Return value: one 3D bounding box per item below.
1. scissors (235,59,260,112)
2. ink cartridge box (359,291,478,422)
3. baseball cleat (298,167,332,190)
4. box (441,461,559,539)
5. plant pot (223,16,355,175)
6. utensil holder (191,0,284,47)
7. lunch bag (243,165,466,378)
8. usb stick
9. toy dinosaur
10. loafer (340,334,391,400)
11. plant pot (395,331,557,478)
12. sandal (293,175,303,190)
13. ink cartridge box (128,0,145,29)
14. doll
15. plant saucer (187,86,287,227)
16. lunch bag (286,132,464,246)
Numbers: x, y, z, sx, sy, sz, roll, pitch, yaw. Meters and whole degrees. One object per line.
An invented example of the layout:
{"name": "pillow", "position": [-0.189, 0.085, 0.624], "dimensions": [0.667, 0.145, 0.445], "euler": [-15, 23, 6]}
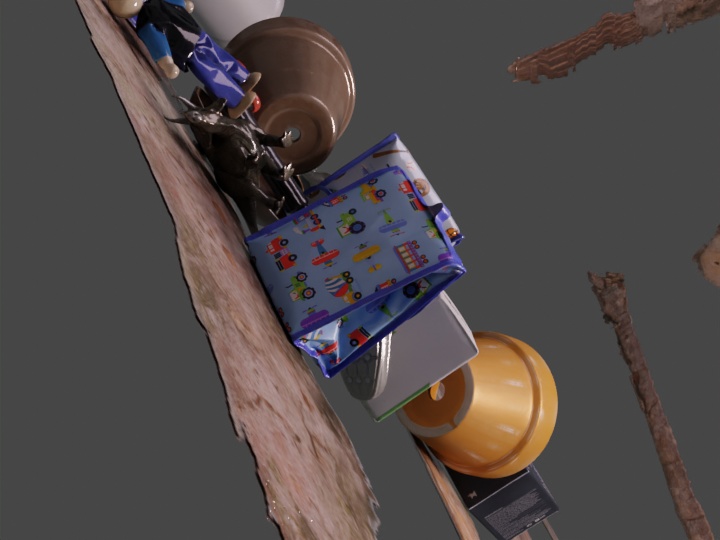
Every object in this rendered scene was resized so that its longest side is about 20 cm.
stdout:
{"name": "scissors", "position": [-0.199, -0.252, 1.661], "dimensions": [0.199, 0.014, 0.074], "euler": [26, -34, 37]}
{"name": "ink cartridge box", "position": [0.058, 0.094, 1.587], "dimensions": [0.085, 0.146, 0.200], "euler": [55, 4, -2]}
{"name": "baseball cleat", "position": [-0.038, -0.070, 1.939], "dimensions": [0.201, 0.106, 0.070], "euler": [54, 16, 21]}
{"name": "box", "position": [0.196, 0.295, 1.961], "dimensions": [0.149, 0.107, 0.200], "euler": [61, 6, 32]}
{"name": "plant pot", "position": [-0.094, -0.212, 1.737], "dimensions": [0.201, 0.199, 0.175], "euler": [55, 8, -28]}
{"name": "utensil holder", "position": [-0.258, -0.539, 2.434], "dimensions": [0.200, 0.169, 0.171], "euler": [50, 8, -51]}
{"name": "lunch bag", "position": [0.003, -0.014, 1.360], "dimensions": [0.094, 0.199, 0.151], "euler": [51, 8, -52]}
{"name": "usb stick", "position": [-0.128, -0.155, 1.620], "dimensions": [0.201, 0.032, 0.055], "euler": [56, -4, -10]}
{"name": "toy dinosaur", "position": [-0.128, -0.118, 1.437], "dimensions": [0.102, 0.077, 0.201], "euler": [22, -30, 29]}
{"name": "loafer", "position": [0.010, 0.041, 1.458], "dimensions": [0.070, 0.069, 0.202], "euler": [-4, 94, -56]}
{"name": "plant pot", "position": [0.139, 0.174, 1.788], "dimensions": [0.183, 0.200, 0.201], "euler": [20, 34, -56]}
{"name": "sandal", "position": [-0.107, -0.112, 1.802], "dimensions": [0.081, 0.054, 0.200], "euler": [57, 4, -3]}
{"name": "ink cartridge box", "position": [-0.313, -0.395, 1.598], "dimensions": [0.200, 0.040, 0.201], "euler": [52, 7, -50]}
{"name": "doll", "position": [-0.204, -0.259, 1.515], "dimensions": [0.200, 0.048, 0.137], "euler": [38, 37, -25]}
{"name": "plant saucer", "position": [-0.151, -0.128, 1.576], "dimensions": [0.201, 0.032, 0.200], "euler": [57, 3, -5]}
{"name": "lunch bag", "position": [0.008, -0.052, 1.705], "dimensions": [0.171, 0.199, 0.124], "euler": [58, 0, 5]}
